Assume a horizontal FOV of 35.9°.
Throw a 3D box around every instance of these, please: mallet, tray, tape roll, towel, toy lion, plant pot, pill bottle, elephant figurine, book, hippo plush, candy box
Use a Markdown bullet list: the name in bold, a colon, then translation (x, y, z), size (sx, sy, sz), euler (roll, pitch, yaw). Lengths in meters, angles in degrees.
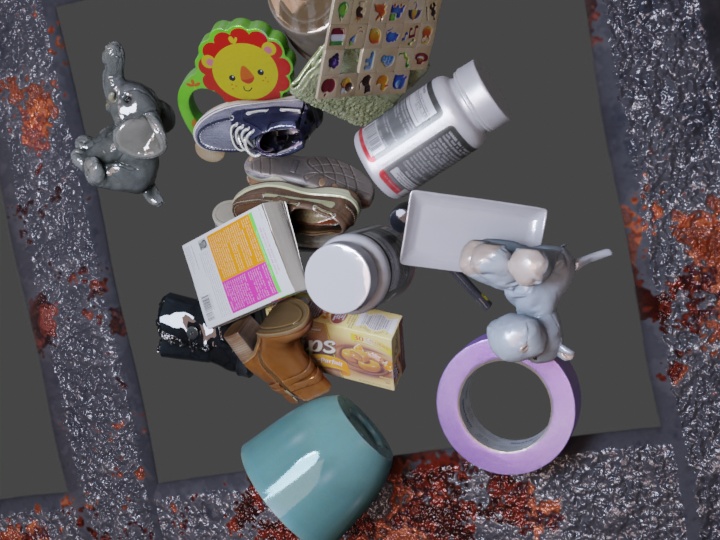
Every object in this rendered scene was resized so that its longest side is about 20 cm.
- **mallet**: translation (0.120, -0.023, 1.622), size (0.200, 0.066, 0.041), euler (45, 110, -7)
- **tray**: translation (0.158, -0.050, 1.573), size (0.199, 0.022, 0.108), euler (7, 100, -8)
- **tape roll**: translation (0.213, 0.188, 1.599), size (0.199, 0.066, 0.201), euler (2, 97, 19)
- **towel**: translation (0.002, -0.271, 1.544), size (0.148, 0.200, 0.037), euler (-48, 57, 19)
- **toy lion**: translation (-0.180, -0.270, 1.623), size (0.199, 0.069, 0.192), euler (-13, 126, 21)
- **plant pot**: translation (-0.051, 0.281, 1.640), size (0.161, 0.201, 0.201), euler (-43, 83, 7)
- **plant pot**: translation (-0.043, -0.383, 1.552), size (0.199, 0.173, 0.201), euler (2, 97, 18)
- **pill bottle**: translation (0.102, -0.197, 1.550), size (0.200, 0.114, 0.114), euler (-32, 87, 20)
- **elephant figurine**: translation (-0.343, -0.220, 1.692), size (0.200, 0.155, 0.142), euler (-50, 58, 27)
- **book**: translation (-0.171, -0.004, 1.608), size (0.200, 0.048, 0.134), euler (-22, 83, 41)
- **hippo plush**: translation (0.216, 0.043, 1.510), size (0.159, 0.200, 0.161), euler (10, 98, 42)
- **candy box**: translation (-0.036, 0.101, 1.651), size (0.199, 0.055, 0.116), euler (13, 136, 17)
- **pill bottle**: translation (0.000, 0.000, 1.574), size (0.114, 0.200, 0.114), euler (3, 98, 19)

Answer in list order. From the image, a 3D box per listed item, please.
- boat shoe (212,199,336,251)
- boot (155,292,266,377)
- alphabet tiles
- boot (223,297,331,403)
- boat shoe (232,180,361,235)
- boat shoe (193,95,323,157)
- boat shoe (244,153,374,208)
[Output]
- **boat shoe**: translation (-0.126, -0.059, 1.697), size (0.199, 0.073, 0.063), euler (11, 144, 12)
- **boot**: translation (-0.232, 0.059, 1.727), size (0.168, 0.076, 0.201), euler (14, 108, 13)
- **alphabet tiles**: translation (0.029, -0.314, 1.484), size (0.008, 0.200, 0.168), euler (33, 122, 38)
- **boot**: translation (-0.093, 0.122, 1.610), size (0.155, 0.074, 0.200), euler (49, 148, -18)
- **boat shoe**: translation (-0.103, -0.082, 1.606), size (0.202, 0.075, 0.075), euler (-1, 133, 25)
- **boat shoe**: translation (-0.157, -0.196, 1.578), size (0.199, 0.093, 0.075), euler (-11, 119, 20)
- **boat shoe**: translation (-0.075, -0.125, 1.660), size (0.199, 0.076, 0.072), euler (16, 136, 11)
